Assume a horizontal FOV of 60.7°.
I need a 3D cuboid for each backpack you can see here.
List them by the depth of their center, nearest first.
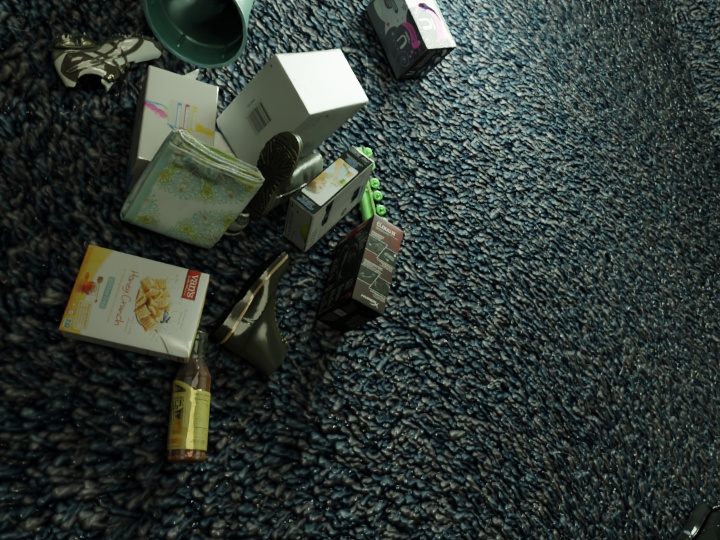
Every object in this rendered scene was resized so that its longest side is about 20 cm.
[{"bbox_3d":[0.890,0.683,1.534,0.200,0.164,0.129,-46,119,-39],"label":"backpack"}]

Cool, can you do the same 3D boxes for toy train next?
[{"bbox_3d":[0.013,-0.172,1.329,0.055,0.042,0.205,-6,76,-24],"label":"toy train"}]

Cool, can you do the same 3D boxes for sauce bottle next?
[{"bbox_3d":[-0.273,0.201,0.988,0.065,0.066,0.205,11,65,-29],"label":"sauce bottle"}]

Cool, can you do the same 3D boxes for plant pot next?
[{"bbox_3d":[-0.285,-0.536,1.180,0.197,0.199,0.200,29,52,-21],"label":"plant pot"}]

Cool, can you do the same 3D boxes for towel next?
[{"bbox_3d":[-0.275,-0.123,1.008,0.169,0.200,0.049,22,39,-36],"label":"towel"}]

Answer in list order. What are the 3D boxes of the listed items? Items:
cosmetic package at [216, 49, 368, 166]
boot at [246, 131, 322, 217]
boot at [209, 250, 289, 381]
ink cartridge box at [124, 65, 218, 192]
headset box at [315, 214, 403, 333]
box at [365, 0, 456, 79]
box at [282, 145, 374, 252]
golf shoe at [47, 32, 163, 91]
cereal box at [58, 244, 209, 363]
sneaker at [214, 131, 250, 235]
[{"bbox_3d":[-0.125,-0.299,1.157,0.125,0.198,0.199,58,39,-1],"label":"cosmetic package"},{"bbox_3d":[-0.117,-0.186,1.127,0.073,0.183,0.199,46,32,9],"label":"boot"},{"bbox_3d":[-0.160,0.081,1.107,0.138,0.077,0.202,43,68,-17],"label":"boot"},{"bbox_3d":[-0.328,-0.241,1.072,0.122,0.128,0.205,10,67,-28],"label":"ink cartridge box"},{"bbox_3d":[0.000,0.000,1.187,0.076,0.148,0.204,29,59,-21],"label":"headset box"},{"bbox_3d":[0.121,-0.592,1.494,0.113,0.131,0.204,-21,84,-38],"label":"box"},{"bbox_3d":[-0.063,-0.141,1.209,0.060,0.118,0.200,37,54,11],"label":"box"},{"bbox_3d":[-0.440,-0.365,1.089,0.197,0.077,0.097,-17,100,-35],"label":"golf shoe"},{"bbox_3d":[-0.351,0.053,0.974,0.195,0.040,0.147,13,64,-11],"label":"cereal box"},{"bbox_3d":[-0.242,-0.171,1.134,0.075,0.080,0.205,-11,78,-33],"label":"sneaker"}]
